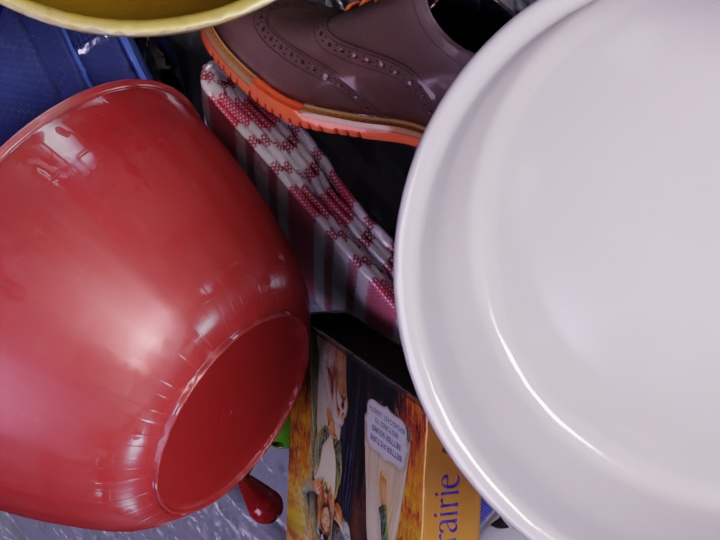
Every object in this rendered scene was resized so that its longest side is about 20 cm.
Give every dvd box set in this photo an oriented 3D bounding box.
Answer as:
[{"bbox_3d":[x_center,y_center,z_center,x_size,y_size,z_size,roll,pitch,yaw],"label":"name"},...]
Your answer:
[{"bbox_3d":[0.005,0.131,0.884,0.146,0.029,0.201,-148,58,-63],"label":"dvd box set"}]

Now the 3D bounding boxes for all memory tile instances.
[{"bbox_3d":[0.072,0.026,0.798,0.153,0.017,0.200,47,178,3],"label":"memory tile"}]

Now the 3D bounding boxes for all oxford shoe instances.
[{"bbox_3d":[0.019,-0.088,0.816,0.199,0.071,0.073,24,122,31],"label":"oxford shoe"}]

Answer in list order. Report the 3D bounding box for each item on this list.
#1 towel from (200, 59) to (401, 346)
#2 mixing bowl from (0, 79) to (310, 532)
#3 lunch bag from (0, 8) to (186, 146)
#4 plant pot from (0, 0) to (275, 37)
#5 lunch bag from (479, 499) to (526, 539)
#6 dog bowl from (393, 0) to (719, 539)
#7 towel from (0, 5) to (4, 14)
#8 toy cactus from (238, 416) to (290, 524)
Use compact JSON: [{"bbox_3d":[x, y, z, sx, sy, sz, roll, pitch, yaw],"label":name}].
[{"bbox_3d":[0.000,0.000,0.926,0.200,0.030,0.146,49,169,10],"label":"towel"},{"bbox_3d":[-0.092,0.034,0.868,0.108,0.200,0.201,33,144,23],"label":"mixing bowl"},{"bbox_3d":[-0.160,-0.100,0.968,0.201,0.132,0.136,63,174,-25],"label":"lunch bag"},{"bbox_3d":[-0.082,-0.175,0.761,0.200,0.200,0.142,54,175,-1],"label":"plant pot"},{"bbox_3d":[0.104,0.187,0.913,0.170,0.124,0.201,42,135,21],"label":"lunch bag"},{"bbox_3d":[0.115,-0.002,0.636,0.199,0.079,0.201,4,104,16],"label":"dog bowl"},{"bbox_3d":[-0.171,-0.176,0.865,0.148,0.200,0.050,49,175,8],"label":"towel"},{"bbox_3d":[-0.085,0.036,1.062,0.165,0.102,0.200,52,166,28],"label":"toy cactus"}]
